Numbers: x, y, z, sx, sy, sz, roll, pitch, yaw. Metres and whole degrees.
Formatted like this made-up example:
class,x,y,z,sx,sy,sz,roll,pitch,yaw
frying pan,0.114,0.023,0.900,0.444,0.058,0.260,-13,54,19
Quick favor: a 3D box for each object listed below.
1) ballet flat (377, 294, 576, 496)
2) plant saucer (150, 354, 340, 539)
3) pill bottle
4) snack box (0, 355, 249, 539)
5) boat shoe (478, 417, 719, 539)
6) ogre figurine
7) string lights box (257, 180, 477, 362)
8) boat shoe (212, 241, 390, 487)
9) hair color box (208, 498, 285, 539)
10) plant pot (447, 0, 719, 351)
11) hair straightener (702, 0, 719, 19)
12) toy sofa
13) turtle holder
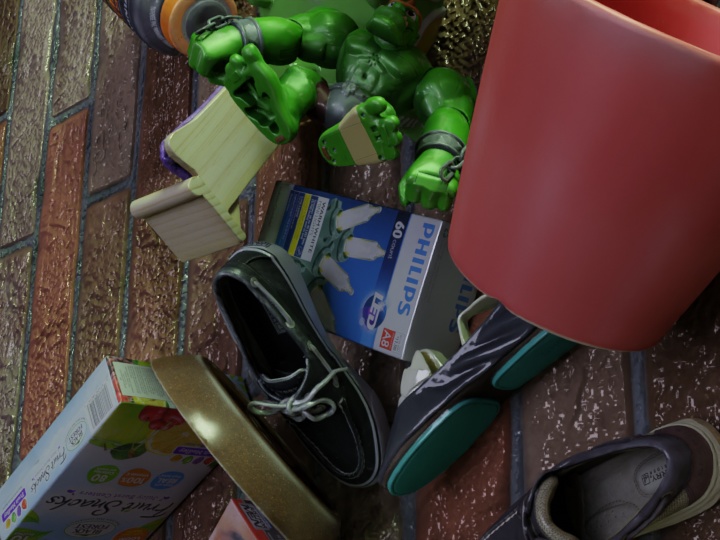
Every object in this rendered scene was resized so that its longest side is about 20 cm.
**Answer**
class,x,y,z,sx,sy,sz,roll,pitch,yaw
ballet flat,0.075,0.066,0.803,0.200,0.073,0.073,-47,48,20
plant saucer,-0.076,0.132,0.876,0.034,0.201,0.200,-40,45,-6
pill bottle,-0.192,-0.278,1.174,0.200,0.106,0.107,45,112,45
snack box,-0.202,0.161,1.022,0.200,0.142,0.053,-47,49,27
boat shoe,0.128,0.148,0.723,0.200,0.065,0.072,-38,54,35
ogre figurine,-0.005,-0.120,0.786,0.199,0.120,0.099,14,127,28
string lights box,0.000,0.000,0.912,0.199,0.059,0.103,16,90,49
boat shoe,-0.043,0.077,0.855,0.073,0.068,0.200,-17,105,25
hair color box,-0.100,0.292,0.930,0.111,0.064,0.201,44,110,46
plant pot,0.146,-0.065,0.688,0.201,0.199,0.178,48,125,44
hair straightener,0.203,-0.177,0.758,0.200,0.041,0.077,-49,47,27
toy sofa,-0.100,-0.110,0.960,0.083,0.098,0.200,-15,33,45
turtle holder,0.009,-0.200,0.905,0.185,0.131,0.141,41,119,28
